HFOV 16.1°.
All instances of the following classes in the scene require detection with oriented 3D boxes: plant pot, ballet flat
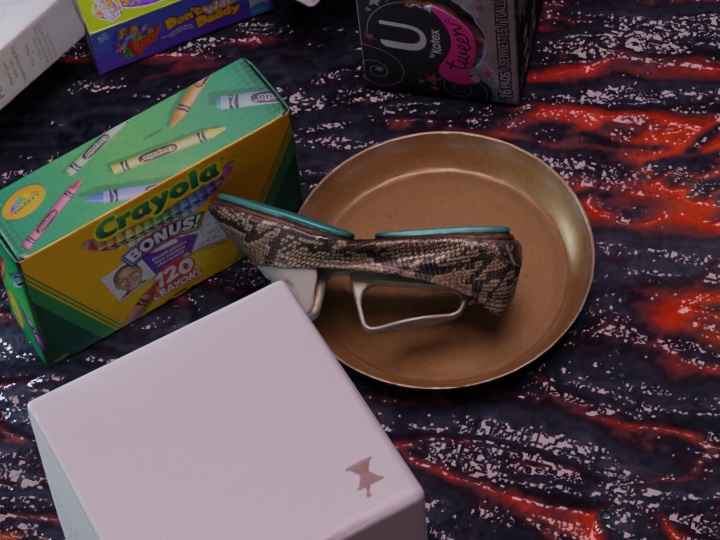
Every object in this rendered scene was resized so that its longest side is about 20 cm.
[{"bbox_3d":[0.051,-0.003,1.635,0.198,0.028,0.201,-2,56,3],"label":"plant pot"},{"bbox_3d":[0.000,0.000,1.582,0.198,0.068,0.076,7,89,2],"label":"ballet flat"}]

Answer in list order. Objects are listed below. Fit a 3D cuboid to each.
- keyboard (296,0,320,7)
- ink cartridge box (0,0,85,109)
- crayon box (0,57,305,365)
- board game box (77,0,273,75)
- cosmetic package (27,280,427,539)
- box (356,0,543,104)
[{"bbox_3d":[-0.003,-0.251,1.783,0.056,0.011,0.200,24,51,21],"label":"keyboard"},{"bbox_3d":[-0.310,-0.143,1.725,0.160,0.047,0.200,28,60,35],"label":"ink cartridge box"},{"bbox_3d":[-0.136,-0.037,1.618,0.199,0.119,0.058,-30,58,-15],"label":"crayon box"},{"bbox_3d":[-0.161,-0.245,1.810,0.134,0.045,0.201,-22,56,-10],"label":"board game box"},{"bbox_3d":[-0.067,0.151,1.432,0.167,0.201,0.167,-25,57,-14],"label":"cosmetic package"},{"bbox_3d":[0.059,-0.225,1.682,0.114,0.201,0.133,7,56,12],"label":"box"}]
